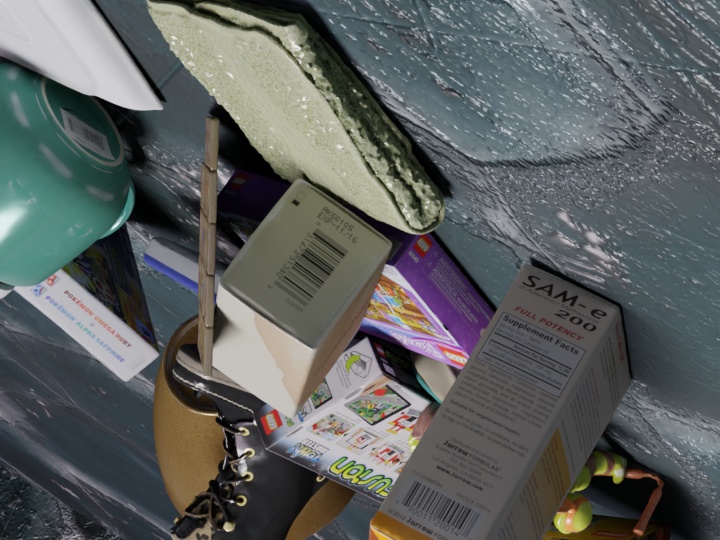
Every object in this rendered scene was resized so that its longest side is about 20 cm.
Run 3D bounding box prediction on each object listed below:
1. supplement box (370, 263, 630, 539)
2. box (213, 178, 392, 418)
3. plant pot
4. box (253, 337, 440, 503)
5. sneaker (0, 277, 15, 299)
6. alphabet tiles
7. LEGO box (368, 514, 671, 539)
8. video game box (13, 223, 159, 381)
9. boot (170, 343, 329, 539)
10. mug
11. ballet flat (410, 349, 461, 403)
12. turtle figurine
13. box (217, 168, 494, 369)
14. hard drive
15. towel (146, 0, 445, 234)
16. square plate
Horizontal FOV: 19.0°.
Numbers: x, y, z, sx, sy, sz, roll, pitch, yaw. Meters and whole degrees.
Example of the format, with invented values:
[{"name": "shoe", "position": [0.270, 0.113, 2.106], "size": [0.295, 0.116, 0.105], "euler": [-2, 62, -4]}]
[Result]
[{"name": "supplement box", "position": [0.092, 0.114, 1.368], "size": [0.073, 0.200, 0.126], "euler": [25, 161, 21]}, {"name": "box", "position": [-0.044, 0.023, 1.446], "size": [0.078, 0.095, 0.200], "euler": [35, 164, 5]}, {"name": "plant pot", "position": [-0.098, 0.112, 1.795], "size": [0.186, 0.186, 0.200], "euler": [29, 162, 21]}, {"name": "box", "position": [0.019, 0.121, 1.636], "size": [0.200, 0.110, 0.035], "euler": [33, -151, -53]}, {"name": "sneaker", "position": [-0.330, -0.046, 1.649], "size": [0.078, 0.079, 0.200], "euler": [25, -144, -49]}, {"name": "alphabet tiles", "position": [-0.105, -0.022, 1.476], "size": [0.008, 0.167, 0.200], "euler": [1, -176, -6]}, {"name": "LEGO box", "position": [0.124, 0.228, 1.647], "size": [0.200, 0.077, 0.149], "euler": [4, -178, 22]}, {"name": "video game box", "position": [-0.253, -0.027, 1.785], "size": [0.182, 0.047, 0.200], "euler": [41, -164, -36]}, {"name": "boot", "position": [-0.096, 0.149, 1.656], "size": [0.073, 0.151, 0.200], "euler": [33, -178, 41]}, {"name": "mug", "position": [-0.242, -0.084, 1.624], "size": [0.152, 0.114, 0.185], "euler": [51, -159, -3]}, {"name": "ballet flat", "position": [0.093, 0.088, 1.527], "size": [0.069, 0.069, 0.200], "euler": [47, -174, -37]}, {"name": "turtle figurine", "position": [0.110, 0.149, 1.556], "size": [0.161, 0.200, 0.064], "euler": [35, 136, 39]}, {"name": "box", "position": [0.000, 0.000, 1.527], "size": [0.200, 0.039, 0.137], "euler": [19, 157, 45]}, {"name": "hard drive", "position": [-0.066, 0.032, 1.677], "size": [0.132, 0.025, 0.200], "euler": [24, -178, -42]}, {"name": "towel", "position": [-0.040, -0.099, 1.327], "size": [0.148, 0.037, 0.200], "euler": [21, 159, 45]}, {"name": "square plate", "position": [-0.252, -0.192, 1.512], "size": [0.198, 0.028, 0.200], "euler": [25, 161, 33]}]
